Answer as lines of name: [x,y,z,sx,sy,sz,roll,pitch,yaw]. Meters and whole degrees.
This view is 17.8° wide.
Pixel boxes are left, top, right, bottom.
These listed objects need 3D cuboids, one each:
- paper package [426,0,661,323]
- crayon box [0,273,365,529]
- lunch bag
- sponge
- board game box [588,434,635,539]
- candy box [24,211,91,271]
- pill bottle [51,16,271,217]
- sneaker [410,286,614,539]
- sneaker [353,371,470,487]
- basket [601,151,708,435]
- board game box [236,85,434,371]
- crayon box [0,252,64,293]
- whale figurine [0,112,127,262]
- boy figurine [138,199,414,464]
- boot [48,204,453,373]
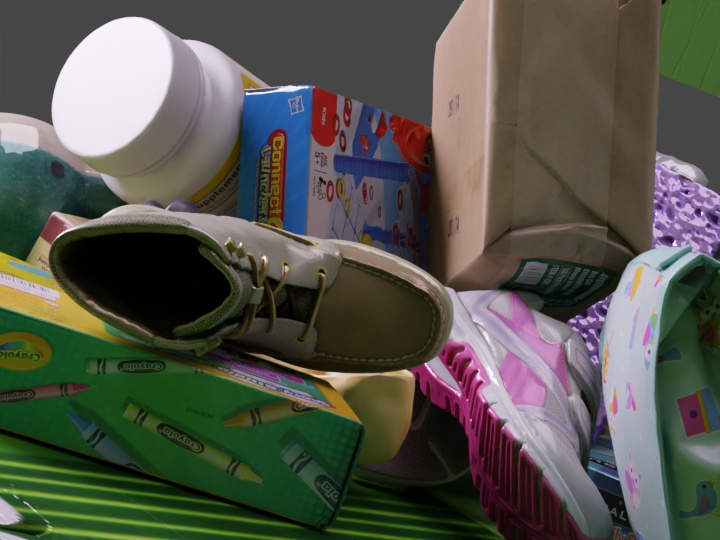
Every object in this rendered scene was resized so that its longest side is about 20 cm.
paper package: [0.107,-0.074,1.389,0.103,0.191,0.200,4,-11,-8]
crayon box: [-0.106,0.063,1.157,0.199,0.058,0.119,19,4,-11]
lunch bag: [0.191,0.081,1.200,0.122,0.201,0.170,-15,3,1]
sponge: [0.155,0.009,1.504,0.111,0.200,0.030,30,-28,14]
board game box: [0.193,0.152,1.438,0.151,0.047,0.200,21,4,18]
candy box: [-0.114,0.025,1.486,0.115,0.055,0.200,38,14,29]
pill bottle: [-0.098,-0.078,1.468,0.114,0.115,0.200,23,-7,40]
sneaker: [0.099,0.075,1.276,0.088,0.081,0.200,-14,52,-18]
sneaker: [0.041,0.099,1.380,0.080,0.071,0.200,-29,-15,40]
basket: [0.121,0.007,1.667,0.198,0.200,0.161,21,34,20]
board game box: [0.000,0.000,1.455,0.056,0.201,0.196,-3,-9,35]
crayon box: [-0.237,0.009,1.298,0.200,0.051,0.127,21,4,25]
whale figurine: [-0.217,-0.016,1.505,0.159,0.104,0.200,-19,-40,26]
boy figurine: [-0.056,0.037,1.283,0.200,0.065,0.124,35,18,27]
boot: [-0.052,0.013,1.156,0.199,0.072,0.155,14,2,2]
